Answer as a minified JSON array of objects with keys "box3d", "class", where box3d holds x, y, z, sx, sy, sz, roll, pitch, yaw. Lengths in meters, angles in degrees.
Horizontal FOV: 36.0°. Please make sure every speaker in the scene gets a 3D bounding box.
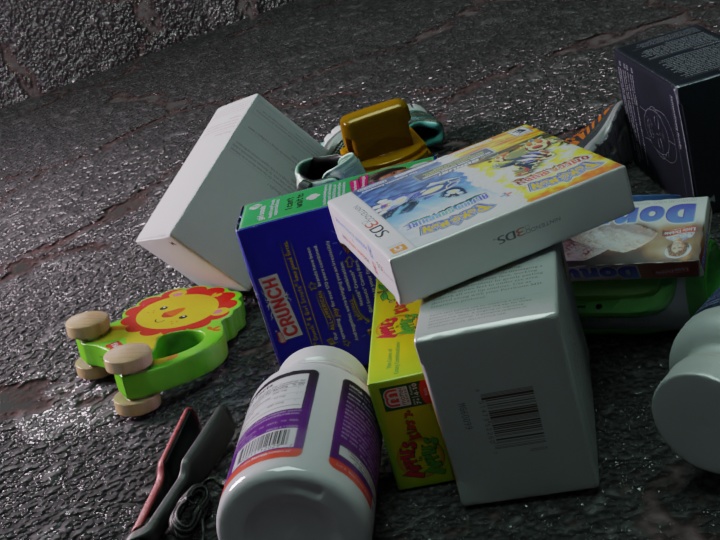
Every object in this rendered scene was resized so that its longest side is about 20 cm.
[{"box3d":[0.220,0.012,1.007,0.200,0.088,0.088,-2,27,30],"class":"speaker"}]

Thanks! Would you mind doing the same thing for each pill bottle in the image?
[{"box3d":[-0.039,0.141,0.856,0.111,0.111,0.200,-12,24,11],"class":"pill bottle"},{"box3d":[0.296,0.058,0.806,0.111,0.111,0.200,7,33,43],"class":"pill bottle"}]

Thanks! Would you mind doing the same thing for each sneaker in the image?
[{"box3d":[0.261,-0.153,1.352,0.112,0.078,0.200,4,31,37],"class":"sneaker"},{"box3d":[0.017,-0.058,1.146,0.200,0.118,0.074,14,49,24],"class":"sneaker"},{"box3d":[0.033,-0.181,1.573,0.200,0.078,0.091,-28,30,-22],"class":"sneaker"}]

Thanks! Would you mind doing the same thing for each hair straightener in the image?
[{"box3d":[-0.143,0.179,0.926,0.077,0.041,0.200,-8,25,19],"class":"hair straightener"}]

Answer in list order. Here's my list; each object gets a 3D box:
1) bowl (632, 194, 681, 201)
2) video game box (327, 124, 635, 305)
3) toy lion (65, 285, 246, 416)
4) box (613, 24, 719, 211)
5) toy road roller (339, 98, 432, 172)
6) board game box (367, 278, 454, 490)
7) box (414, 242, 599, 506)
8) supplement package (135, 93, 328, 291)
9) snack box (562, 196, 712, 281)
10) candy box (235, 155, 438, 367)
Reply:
[{"box3d":[0.218,-0.051,1.112,0.200,0.039,0.201,-3,2,0],"class":"bowl"},{"box3d":[0.090,-0.053,0.905,0.200,0.047,0.182,-22,25,-10],"class":"video game box"},{"box3d":[-0.205,0.070,1.197,0.192,0.069,0.200,-20,23,-26],"class":"toy lion"},{"box3d":[0.374,-0.173,1.234,0.107,0.149,0.200,-17,24,0],"class":"box"},{"box3d":[0.028,-0.150,1.409,0.123,0.146,0.200,-18,24,-4],"class":"toy road roller"},{"box3d":[0.044,0.083,0.941,0.048,0.102,0.200,-12,24,9],"class":"board game box"},{"box3d":[0.119,0.061,0.878,0.106,0.152,0.200,-12,23,14],"class":"box"},{"box3d":[-0.150,-0.087,1.299,0.117,0.117,0.200,-3,54,58],"class":"supplement package"},{"box3d":[0.201,-0.025,0.971,0.200,0.024,0.072,-3,50,29],"class":"snack box"},{"box3d":[0.000,0.000,1.069,0.200,0.169,0.077,-14,20,4],"class":"candy box"}]
